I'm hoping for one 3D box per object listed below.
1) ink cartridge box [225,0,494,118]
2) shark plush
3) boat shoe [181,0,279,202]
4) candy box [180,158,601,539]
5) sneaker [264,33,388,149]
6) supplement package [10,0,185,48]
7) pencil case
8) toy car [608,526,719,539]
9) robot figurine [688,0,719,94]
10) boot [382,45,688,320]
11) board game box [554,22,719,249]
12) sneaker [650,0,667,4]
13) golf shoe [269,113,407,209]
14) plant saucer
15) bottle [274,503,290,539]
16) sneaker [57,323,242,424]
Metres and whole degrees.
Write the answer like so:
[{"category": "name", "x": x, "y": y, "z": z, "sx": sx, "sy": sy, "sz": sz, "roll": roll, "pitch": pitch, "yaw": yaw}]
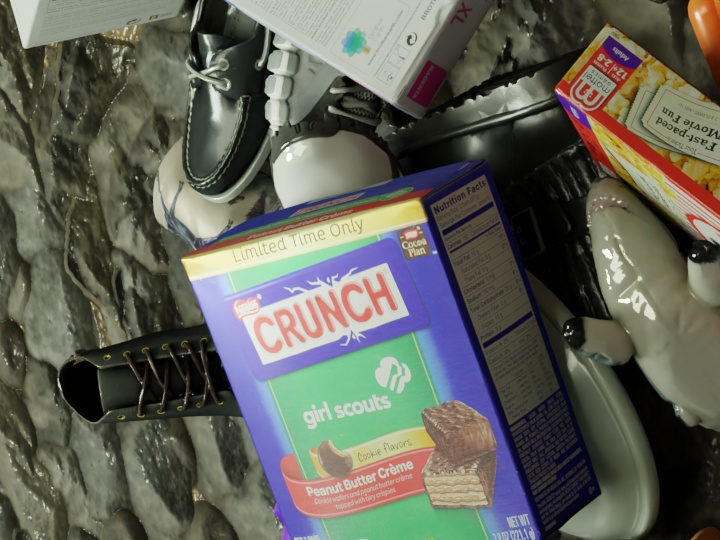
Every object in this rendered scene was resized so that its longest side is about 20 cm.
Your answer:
[{"category": "ink cartridge box", "x": -0.008, "y": -0.184, "z": 1.463, "sx": 0.200, "sy": 0.042, "sz": 0.119, "roll": 34, "pitch": 94, "yaw": 34}, {"category": "shark plush", "x": 0.189, "y": 0.035, "z": 1.325, "sx": 0.091, "sy": 0.200, "sz": 0.083, "roll": -44, "pitch": 23, "yaw": 17}, {"category": "boat shoe", "x": -0.081, "y": -0.144, "z": 1.573, "sx": 0.075, "sy": 0.060, "sz": 0.200, "roll": 11, "pitch": 87, "yaw": 38}, {"category": "candy box", "x": 0.017, "y": 0.056, "z": 1.363, "sx": 0.169, "sy": 0.077, "sz": 0.200, "roll": -14, "pitch": 100, "yaw": 36}, {"category": "sneaker", "x": 0.006, "y": -0.138, "z": 1.503, "sx": 0.115, "sy": 0.075, "sz": 0.201, "roll": -3, "pitch": 85, "yaw": 42}, {"category": "supplement package", "x": -0.168, "y": -0.242, "z": 1.598, "sx": 0.200, "sy": 0.117, "sz": 0.117, "roll": 128, "pitch": 126, "yaw": -66}, {"category": "pencil case", "x": -0.053, "y": -0.025, "z": 1.607, "sx": 0.200, "sy": 0.089, "sz": 0.078, "roll": 36, "pitch": 156, "yaw": 38}, {"category": "toy car", "x": 0.141, "y": 0.221, "z": 1.427, "sx": 0.200, "sy": 0.177, "sz": 0.185, "roll": -41, "pitch": 58, "yaw": 14}, {"category": "robot figurine", "x": 0.237, "y": -0.128, "z": 1.237, "sx": 0.144, "sy": 0.117, "sz": 0.200, "roll": -17, "pitch": 85, "yaw": 13}, {"category": "boot", "x": 0.097, "y": -0.032, "z": 1.441, "sx": 0.211, "sy": 0.079, "sz": 0.158, "roll": -14, "pitch": 102, "yaw": 61}, {"category": "board game box", "x": 0.198, "y": -0.030, "z": 1.249, "sx": 0.200, "sy": 0.151, "sz": 0.046, "roll": 39, "pitch": 89, "yaw": 19}, {"category": "sneaker", "x": 0.145, "y": -0.205, "z": 1.313, "sx": 0.076, "sy": 0.199, "sz": 0.114, "roll": 18, "pitch": 89, "yaw": 2}, {"category": "golf shoe", "x": 0.000, "y": 0.000, "z": 1.443, "sx": 0.078, "sy": 0.095, "sz": 0.200, "roll": -13, "pitch": 131, "yaw": 12}, {"category": "plant saucer", "x": 0.090, "y": 0.082, "z": 1.433, "sx": 0.200, "sy": 0.050, "sz": 0.200, "roll": 47, "pitch": 156, "yaw": 28}, {"category": "bottle", "x": -0.011, "y": 0.197, "z": 1.622, "sx": 0.083, "sy": 0.065, "sz": 0.200, "roll": -21, "pitch": 84, "yaw": 47}, {"category": "sneaker", "x": -0.111, "y": 0.074, "z": 1.671, "sx": 0.200, "sy": 0.106, "sz": 0.075, "roll": -10, "pitch": 92, "yaw": 48}]
